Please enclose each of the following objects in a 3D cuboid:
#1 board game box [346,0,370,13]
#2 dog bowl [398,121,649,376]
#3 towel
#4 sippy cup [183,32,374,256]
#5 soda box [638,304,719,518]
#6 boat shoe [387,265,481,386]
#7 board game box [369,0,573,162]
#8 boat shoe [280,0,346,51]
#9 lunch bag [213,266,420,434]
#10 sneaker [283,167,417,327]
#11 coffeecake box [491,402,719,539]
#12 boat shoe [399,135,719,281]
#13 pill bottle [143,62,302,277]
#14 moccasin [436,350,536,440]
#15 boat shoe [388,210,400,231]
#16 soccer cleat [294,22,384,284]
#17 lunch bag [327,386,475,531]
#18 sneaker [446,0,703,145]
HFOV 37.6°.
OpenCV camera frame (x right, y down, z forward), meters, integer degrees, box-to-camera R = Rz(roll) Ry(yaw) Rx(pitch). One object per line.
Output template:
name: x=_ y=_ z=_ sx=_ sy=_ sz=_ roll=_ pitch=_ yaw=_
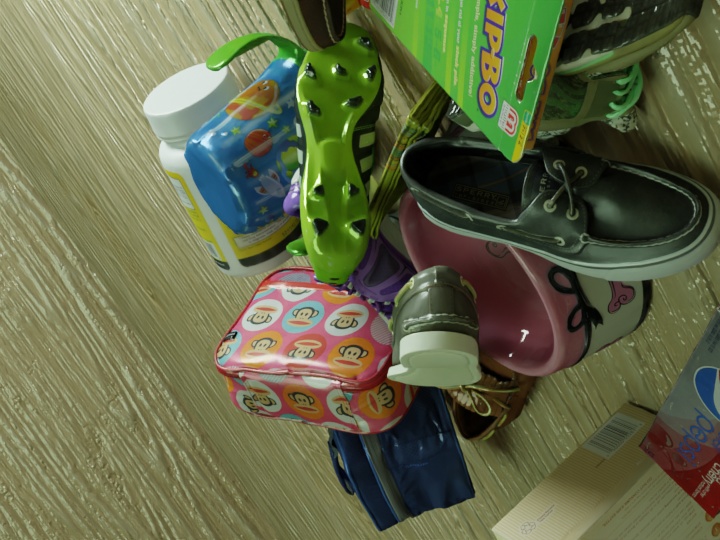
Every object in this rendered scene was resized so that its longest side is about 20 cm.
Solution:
board game box: x=-0.067 y=-0.255 z=0.784 sx=0.199 sy=0.030 sz=0.096 roll=31 pitch=151 yaw=41
dog bowl: x=0.106 y=-0.011 z=0.758 sx=0.200 sy=0.074 sz=0.201 roll=44 pitch=160 yaw=21
towel: x=0.043 y=-0.089 z=0.753 sx=0.018 sy=0.086 sz=0.200 roll=36 pitch=160 yaw=4
sippy cup: x=-0.077 y=-0.103 z=0.922 sx=0.179 sy=0.130 sz=0.140 roll=54 pitch=160 yaw=2
soda box: x=0.232 y=0.075 z=0.635 sx=0.070 sy=0.063 sz=0.201 roll=44 pitch=160 yaw=23
boat shoe: x=0.055 y=0.048 z=0.778 sx=0.202 sy=0.071 sz=0.061 roll=85 pitch=-176 yaw=-76
board game box: x=0.057 y=-0.147 z=0.569 sx=0.201 sy=0.030 sz=0.097 roll=-118 pitch=31 yaw=-48
boat shoe: x=-0.016 y=-0.229 z=0.655 sx=0.071 sy=0.073 sz=0.202 roll=4 pitch=127 yaw=11
lunch bag: x=-0.023 y=0.063 z=1.014 sx=0.197 sy=0.177 sz=0.083 roll=3 pitch=132 yaw=30
sneaker: x=0.000 y=0.000 z=0.874 sx=0.080 sy=0.084 sz=0.201 roll=-14 pitch=120 yaw=48
coffeecake box: x=0.212 y=0.234 z=0.818 sx=0.073 sy=0.153 sz=0.202 roll=17 pitch=141 yaw=59
boat shoe: x=0.111 y=-0.041 z=0.624 sx=0.198 sy=0.070 sz=0.056 roll=11 pitch=167 yaw=34
pill bottle: x=-0.138 y=-0.103 z=1.094 sx=0.114 sy=0.114 sz=0.202 roll=27 pitch=148 yaw=50
moccasin: x=0.105 y=0.095 z=0.921 sx=0.074 sy=0.078 sz=0.202 roll=43 pitch=162 yaw=18
boat shoe: x=0.016 y=-0.014 z=0.969 sx=0.074 sy=0.065 sz=0.199 roll=58 pitch=160 yaw=-17
soccer cleat: x=-0.020 y=-0.088 z=0.781 sx=0.081 sy=0.066 sz=0.203 roll=109 pitch=165 yaw=-66
lunch bag: x=0.032 y=0.173 z=1.080 sx=0.201 sy=0.131 sz=0.137 roll=69 pitch=-177 yaw=-52
sneaker: x=0.129 y=-0.113 z=0.578 sx=0.088 sy=0.078 sz=0.200 roll=25 pitch=166 yaw=-18
